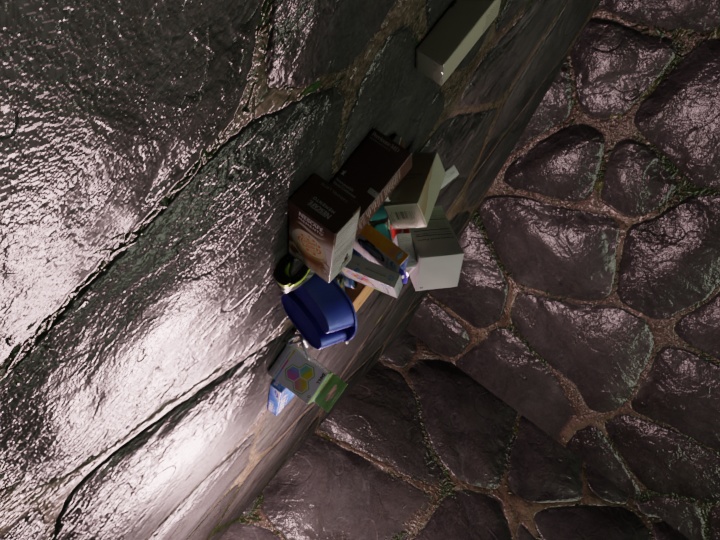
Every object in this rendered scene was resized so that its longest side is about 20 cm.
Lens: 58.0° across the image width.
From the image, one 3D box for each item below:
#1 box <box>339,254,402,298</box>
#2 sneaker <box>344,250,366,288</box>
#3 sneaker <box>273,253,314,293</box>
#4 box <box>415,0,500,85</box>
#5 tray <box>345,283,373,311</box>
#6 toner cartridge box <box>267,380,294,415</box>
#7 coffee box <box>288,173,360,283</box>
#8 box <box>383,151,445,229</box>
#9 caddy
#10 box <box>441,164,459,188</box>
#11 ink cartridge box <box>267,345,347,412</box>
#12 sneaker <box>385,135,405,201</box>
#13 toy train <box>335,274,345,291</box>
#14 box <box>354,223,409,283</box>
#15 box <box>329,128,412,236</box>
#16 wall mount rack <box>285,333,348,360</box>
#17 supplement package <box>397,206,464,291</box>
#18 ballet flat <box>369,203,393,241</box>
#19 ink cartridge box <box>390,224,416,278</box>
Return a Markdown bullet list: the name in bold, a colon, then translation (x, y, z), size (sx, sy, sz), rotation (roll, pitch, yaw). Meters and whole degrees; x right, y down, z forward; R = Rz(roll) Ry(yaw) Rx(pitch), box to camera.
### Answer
- **box**: translation (0.000, 0.000, 1.543), size (0.156, 0.200, 0.041), rotation (63, 49, -78)
- **sneaker**: translation (0.009, -0.039, 1.748), size (0.200, 0.089, 0.079), rotation (-60, 167, 16)
- **sneaker**: translation (-0.111, -0.027, 1.391), size (0.200, 0.074, 0.081), rotation (-40, 170, -25)
- **box**: translation (0.194, -0.474, 1.287), size (0.200, 0.068, 0.082), rotation (-52, 168, -10)
- **tray**: translation (-0.003, 0.031, 1.832), size (0.037, 0.099, 0.200), rotation (13, 127, -34)
- **toner cartridge box**: translation (-0.245, 0.381, 2.055), size (0.095, 0.043, 0.200), rotation (-48, 167, -31)
- **coffee box**: translation (-0.074, -0.077, 1.256), size (0.080, 0.114, 0.200), rotation (-48, 166, -25)
- **box**: translation (0.137, -0.199, 1.605), size (0.078, 0.095, 0.200), rotation (62, 37, -39)
- **caddy**: translation (-0.087, 0.080, 1.474), size (0.105, 0.200, 0.141), rotation (-23, 153, -37)
- **box**: translation (0.163, -0.212, 1.791), size (0.200, 0.036, 0.144), rotation (-31, -174, 40)
- **ink cartridge box**: translation (-0.149, 0.303, 1.824), size (0.104, 0.200, 0.059), rotation (-55, 170, 4)
- **sneaker**: translation (0.046, -0.233, 1.439), size (0.073, 0.084, 0.200), rotation (75, 27, -42)
- **toy train**: translation (-0.077, 0.081, 1.685), size (0.114, 0.085, 0.200), rotation (-66, 157, -49)
- **box**: translation (0.045, -0.049, 1.581), size (0.041, 0.200, 0.119), rotation (-50, 168, -17)
- **box**: translation (0.009, -0.177, 1.326), size (0.200, 0.100, 0.075), rotation (-53, 168, -9)
- **wall mount rack**: translation (-0.106, 0.184, 1.822), size (0.200, 0.075, 0.174), rotation (-23, -168, -3)
- **supplement package**: translation (0.181, -0.060, 1.721), size (0.119, 0.200, 0.121), rotation (-6, 134, -11)
- **ballet flat**: translation (0.044, -0.139, 1.637), size (0.069, 0.069, 0.200), rotation (-46, 143, -34)
- **ink cartridge box**: translation (0.096, -0.066, 1.734), size (0.043, 0.174, 0.200), rotation (-8, 167, -11)
